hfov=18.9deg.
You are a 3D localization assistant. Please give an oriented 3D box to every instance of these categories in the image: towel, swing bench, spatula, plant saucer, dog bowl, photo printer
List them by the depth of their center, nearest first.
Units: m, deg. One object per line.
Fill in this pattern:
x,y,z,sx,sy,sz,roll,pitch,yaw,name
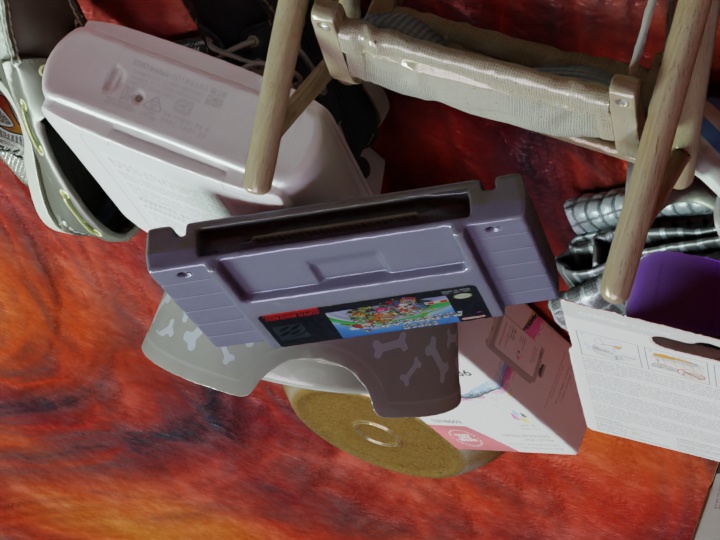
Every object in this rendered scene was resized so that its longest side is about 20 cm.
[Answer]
0.064,-0.120,1.008,0.198,0.130,0.200,18,128,14,swing bench
0.241,0.011,1.140,0.199,0.021,0.057,-1,134,-3,spatula
-0.075,-0.053,1.218,0.166,0.070,0.200,21,165,20,photo printer
0.223,0.030,1.256,0.200,0.086,0.165,39,152,-32,towel
-0.031,0.036,1.329,0.200,0.059,0.200,10,-171,-1,dog bowl
0.019,0.114,1.690,0.200,0.036,0.200,19,157,9,plant saucer

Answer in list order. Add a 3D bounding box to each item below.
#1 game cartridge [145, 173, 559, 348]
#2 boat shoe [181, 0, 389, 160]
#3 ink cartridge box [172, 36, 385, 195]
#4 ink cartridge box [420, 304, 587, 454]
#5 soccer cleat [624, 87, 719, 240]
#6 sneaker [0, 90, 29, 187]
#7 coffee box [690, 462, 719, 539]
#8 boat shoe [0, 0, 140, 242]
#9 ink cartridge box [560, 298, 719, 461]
0.000,0.000,1.153,0.199,0.038,0.130,-8,153,11,game cartridge
-0.053,-0.121,1.215,0.075,0.062,0.200,7,152,33,boat shoe
-0.084,-0.070,1.377,0.198,0.043,0.200,-4,144,47,ink cartridge box
0.059,0.049,1.470,0.116,0.068,0.200,-3,146,46,ink cartridge box
0.227,-0.043,1.092,0.200,0.086,0.070,7,152,32,soccer cleat
-0.254,-0.106,1.410,0.078,0.082,0.200,8,153,32,sneaker
0.347,0.197,1.505,0.200,0.080,0.114,5,151,36,coffee box
-0.176,-0.107,1.283,0.060,0.072,0.202,19,134,44,boat shoe
0.195,0.054,1.155,0.161,0.050,0.200,14,159,16,ink cartridge box
